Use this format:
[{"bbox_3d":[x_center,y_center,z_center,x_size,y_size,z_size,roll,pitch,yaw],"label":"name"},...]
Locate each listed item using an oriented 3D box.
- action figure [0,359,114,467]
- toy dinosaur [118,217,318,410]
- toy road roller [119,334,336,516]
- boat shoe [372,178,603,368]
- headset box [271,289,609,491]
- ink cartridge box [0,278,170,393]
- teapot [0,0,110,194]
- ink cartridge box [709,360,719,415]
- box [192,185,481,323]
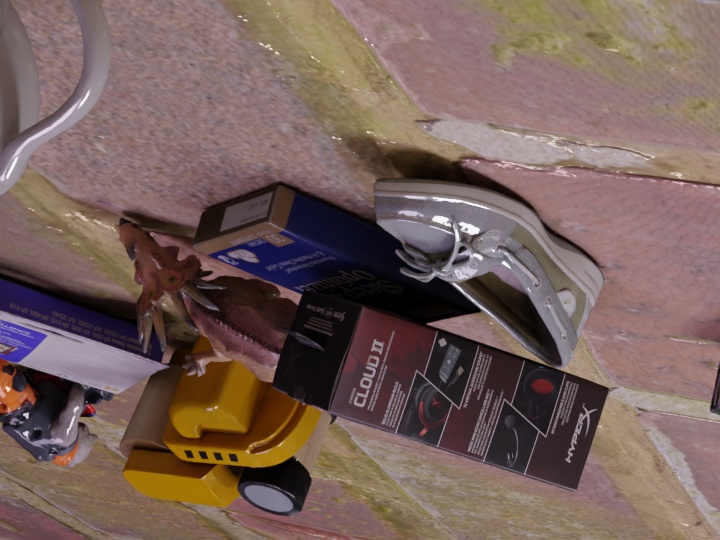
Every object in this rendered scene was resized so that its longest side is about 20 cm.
[{"bbox_3d":[-0.340,0.130,2.149,0.193,0.105,0.200,35,155,-27],"label":"action figure"},{"bbox_3d":[-0.083,0.040,1.593,0.200,0.086,0.136,18,174,20],"label":"toy dinosaur"},{"bbox_3d":[-0.121,0.109,1.853,0.200,0.123,0.146,2,146,32],"label":"toy road roller"},{"bbox_3d":[0.078,-0.002,1.374,0.074,0.065,0.202,2,160,38],"label":"boat shoe"},{"bbox_3d":[0.040,0.074,1.483,0.200,0.075,0.149,19,178,-16],"label":"headset box"},{"bbox_3d":[-0.268,0.048,1.900,0.198,0.044,0.200,19,166,-15],"label":"ink cartridge box"},{"bbox_3d":[-0.248,-0.121,1.144,0.199,0.146,0.197,4,-161,-23],"label":"teapot"},{"bbox_3d":[0.314,0.070,1.431,0.109,0.050,0.200,18,165,-11],"label":"ink cartridge box"},{"bbox_3d":[0.000,0.000,1.518,0.200,0.032,0.121,21,163,-25],"label":"box"}]
